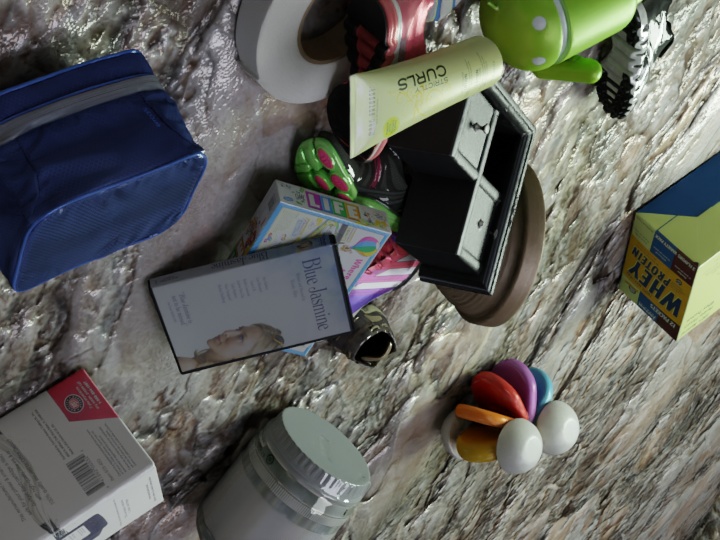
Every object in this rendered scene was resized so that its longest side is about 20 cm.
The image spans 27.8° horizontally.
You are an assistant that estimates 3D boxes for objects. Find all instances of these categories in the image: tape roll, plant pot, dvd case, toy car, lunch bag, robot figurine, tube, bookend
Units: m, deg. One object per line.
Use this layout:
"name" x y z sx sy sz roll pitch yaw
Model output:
"tape roll" -0.027 -0.245 1.346 0.202 0.037 0.204 -33 151 -21
"plant pot" 0.129 -0.038 1.713 0.092 0.202 0.202 8 129 -23
"dvd case" -0.110 0.038 1.529 0.198 0.018 0.143 -14 136 -1
"toy car" 0.224 0.212 2.220 0.199 0.174 0.152 -18 107 -40
"lunch bag" -0.241 -0.086 1.179 0.199 0.133 0.136 -24 163 -34
"robot figurine" 0.208 -0.283 1.521 0.199 0.116 0.177 -29 133 -24
"tube" 0.055 -0.167 1.339 0.199 0.058 0.052 -27 176 -43
"bookend" 0.097 -0.101 1.558 0.200 0.091 0.201 35 69 -62

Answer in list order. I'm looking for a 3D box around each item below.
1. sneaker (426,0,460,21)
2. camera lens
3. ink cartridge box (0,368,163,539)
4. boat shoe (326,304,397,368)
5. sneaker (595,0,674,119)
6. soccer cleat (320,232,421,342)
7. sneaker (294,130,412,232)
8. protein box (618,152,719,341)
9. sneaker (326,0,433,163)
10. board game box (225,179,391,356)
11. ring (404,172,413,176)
"sneaker" 0.123 -0.306 1.387 0.075 0.105 0.201 -10 137 -47
"camera lens" -0.102 0.296 1.860 0.201 0.160 0.159 -52 151 15
"ink cartridge box" -0.323 0.219 1.471 0.199 0.145 0.085 -32 151 -21
"boat shoe" 0.003 0.088 1.793 0.074 0.073 0.200 -45 162 8
"sneaker" 0.342 -0.268 1.778 0.090 0.067 0.201 -30 147 -21
"soccer cleat" 0.000 0.000 1.653 0.199 0.068 0.073 -39 148 -4
"sneaker" -0.005 -0.108 1.547 0.200 0.076 0.085 34 71 -58
"protein box" 0.530 -0.038 2.274 0.198 0.135 0.201 -33 150 -21
"sneaker" 0.028 -0.185 1.385 0.086 0.074 0.201 -27 148 -32
"board game box" -0.074 0.002 1.541 0.133 0.034 0.201 15 129 -27
"ring" 0.000 -0.031 1.698 0.199 0.019 0.201 -32 150 -21
